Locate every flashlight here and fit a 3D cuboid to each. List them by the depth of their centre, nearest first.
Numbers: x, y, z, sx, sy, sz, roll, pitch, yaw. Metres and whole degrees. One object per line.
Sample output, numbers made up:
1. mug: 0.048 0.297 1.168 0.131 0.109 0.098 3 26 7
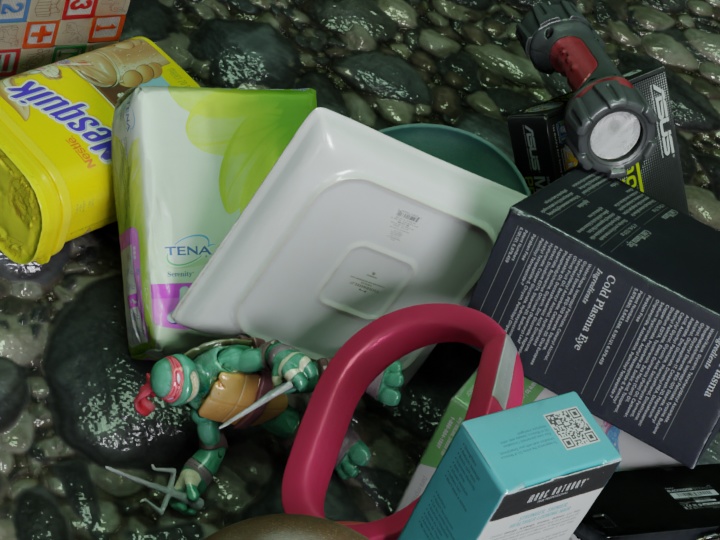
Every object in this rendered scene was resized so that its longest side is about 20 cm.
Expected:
1. flashlight: 0.167 -0.146 1.312 0.068 0.068 0.200 43 14 -32

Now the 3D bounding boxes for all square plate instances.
1. square plate: 0.000 0.000 1.196 0.199 0.199 0.029 21 31 -30

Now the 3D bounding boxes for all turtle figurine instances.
1. turtle figurine: -0.073 0.091 1.167 0.199 0.150 0.101 7 47 -37

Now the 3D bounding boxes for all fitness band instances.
1. fitness band: 0.027 0.098 1.059 0.038 0.143 0.201 56 39 -33

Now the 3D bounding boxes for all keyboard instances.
1. keyboard: 0.217 0.165 1.096 0.198 0.040 0.104 -2 25 -24

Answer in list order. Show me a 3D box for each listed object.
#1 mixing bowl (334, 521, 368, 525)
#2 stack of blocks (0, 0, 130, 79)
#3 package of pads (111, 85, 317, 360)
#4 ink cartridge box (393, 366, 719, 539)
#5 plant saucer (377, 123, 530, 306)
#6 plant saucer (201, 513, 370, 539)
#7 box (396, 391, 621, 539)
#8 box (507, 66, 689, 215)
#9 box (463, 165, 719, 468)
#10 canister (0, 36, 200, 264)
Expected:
1. mixing bowl: -0.003 0.267 1.045 0.198 0.109 0.201 12 43 -12
2. stack of blocks: -0.245 -0.230 1.365 0.114 0.201 0.059 -9 53 -30
3. package of pads: -0.105 -0.035 1.271 0.153 0.068 0.202 -1 81 -26
4. ink cartridge box: 0.138 0.167 1.182 0.199 0.146 0.087 34 43 11
5. plant saucer: 0.042 -0.024 1.361 0.198 0.036 0.202 -5 61 9
6. plant saucer: -0.055 0.229 0.937 0.199 0.037 0.202 -8 66 19
7. box: 0.065 0.155 0.959 0.082 0.201 0.049 -11 53 -33
8. box: 0.204 -0.052 1.410 0.160 0.202 0.044 -22 17 -39
9. box: 0.190 0.024 1.181 0.181 0.105 0.200 28 21 15
10. canister: -0.216 -0.101 1.336 0.148 0.087 0.199 44 44 21
